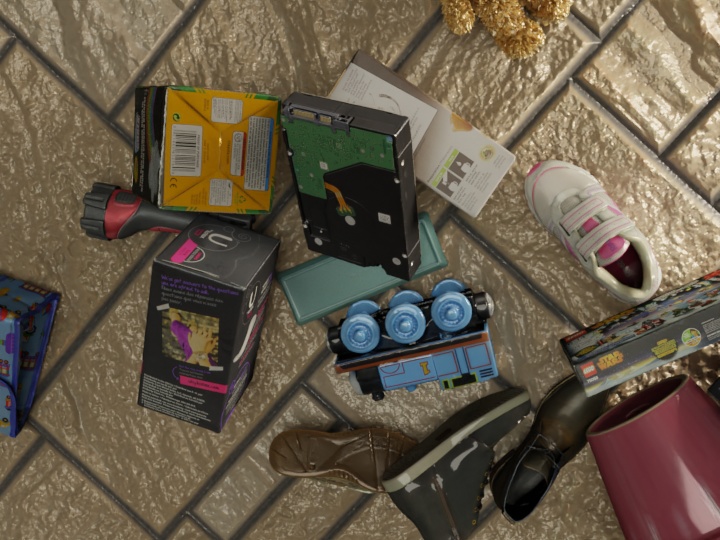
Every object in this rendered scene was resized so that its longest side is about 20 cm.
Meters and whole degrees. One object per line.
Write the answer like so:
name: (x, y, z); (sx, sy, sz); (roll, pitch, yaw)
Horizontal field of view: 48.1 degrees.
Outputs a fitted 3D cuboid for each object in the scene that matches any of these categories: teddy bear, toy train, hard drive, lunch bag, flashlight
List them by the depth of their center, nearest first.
hard drive: (-0.007, -0.087, 0.863); (0.139, 0.038, 0.201); (17, 141, 25)
teddy bear: (0.137, -0.320, 0.874); (0.144, 0.067, 0.201); (-33, 93, 8)
toy train: (0.062, 0.084, 0.929); (0.198, 0.087, 0.115); (-14, 101, 9)
flashlight: (-0.226, -0.054, 0.960); (0.198, 0.068, 0.069); (12, 94, 1)
lunch bag: (-0.480, 0.108, 1.010); (0.149, 0.094, 0.202); (18, 112, 4)

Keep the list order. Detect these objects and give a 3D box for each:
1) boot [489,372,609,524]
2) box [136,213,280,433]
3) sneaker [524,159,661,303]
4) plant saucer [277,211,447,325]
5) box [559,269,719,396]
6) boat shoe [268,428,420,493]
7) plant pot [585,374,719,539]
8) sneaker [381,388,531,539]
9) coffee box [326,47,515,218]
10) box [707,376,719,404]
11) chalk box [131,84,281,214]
boot: (0.221, 0.202, 0.916); (0.074, 0.097, 0.201); (35, 101, 1)
box: (-0.171, 0.059, 0.906); (0.105, 0.122, 0.202); (18, 120, 4)
sneaker: (0.261, -0.043, 0.883); (0.200, 0.088, 0.081); (44, 100, 0)
plant saucer: (0.000, 0.000, 0.959); (0.198, 0.019, 0.071); (-22, 94, 11)
box: (0.318, 0.063, 0.865); (0.198, 0.137, 0.040); (-26, 92, 9)
boat shoe: (-0.009, 0.227, 0.974); (0.198, 0.063, 0.074); (9, 73, 4)
plant pot: (0.343, 0.220, 0.861); (0.199, 0.200, 0.180); (-33, 82, 10)
sneaker: (0.130, 0.226, 0.930); (0.199, 0.075, 0.107); (-34, 94, -8)
coffee box: (0.064, -0.148, 0.882); (0.199, 0.114, 0.080); (35, 100, 1)
box: (0.485, 0.112, 0.808); (0.197, 0.199, 0.124); (-48, 47, 11)
chalk box: (-0.181, -0.137, 0.894); (0.123, 0.200, 0.126); (1, 101, -26)
